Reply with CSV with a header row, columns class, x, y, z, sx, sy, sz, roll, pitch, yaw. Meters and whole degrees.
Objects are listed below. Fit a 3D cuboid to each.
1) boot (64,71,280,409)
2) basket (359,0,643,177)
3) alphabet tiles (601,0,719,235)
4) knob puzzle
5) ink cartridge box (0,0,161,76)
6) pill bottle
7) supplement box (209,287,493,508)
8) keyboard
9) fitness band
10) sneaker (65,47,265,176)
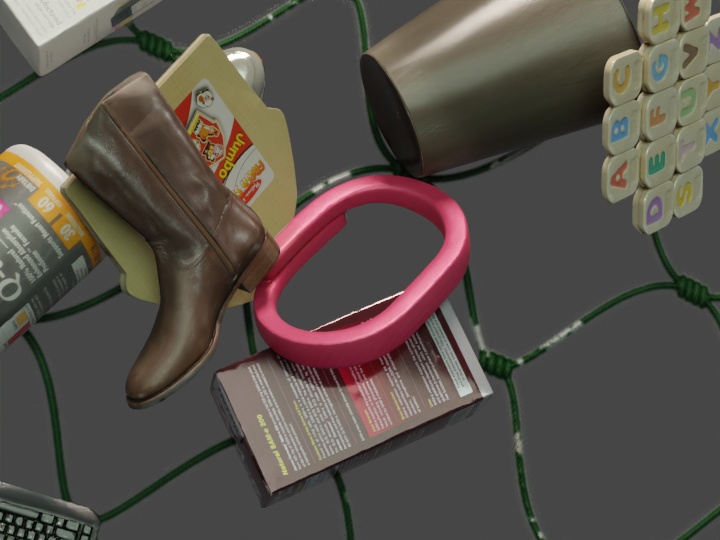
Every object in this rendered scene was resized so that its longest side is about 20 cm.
class,x,y,z,sx,sy,sz,roll,pitch,yaw
boot,-0.169,-0.024,1.501,0.200,0.064,0.187,52,59,-33
basket,0.111,-0.170,1.659,0.199,0.136,0.181,-25,73,-11
alphabet tiles,0.256,-0.135,1.647,0.195,0.015,0.202,-24,120,-46
knob puzzle,-0.128,-0.055,1.588,0.218,0.030,0.222,-7,101,-39
ink cartridge box,-0.218,-0.267,1.670,0.199,0.067,0.117,-35,80,-17
pill bottle,-0.299,0.007,1.546,0.116,0.116,0.200,43,71,6
supplement box,-0.008,0.097,1.590,0.199,0.061,0.110,-22,76,-15
keyboard,-0.308,0.217,1.529,0.198,0.021,0.128,16,71,-3
fitness band,0.000,0.000,1.593,0.143,0.038,0.200,25,53,28
sneaker,-0.152,-0.119,1.620,0.200,0.092,0.076,-41,82,-19
